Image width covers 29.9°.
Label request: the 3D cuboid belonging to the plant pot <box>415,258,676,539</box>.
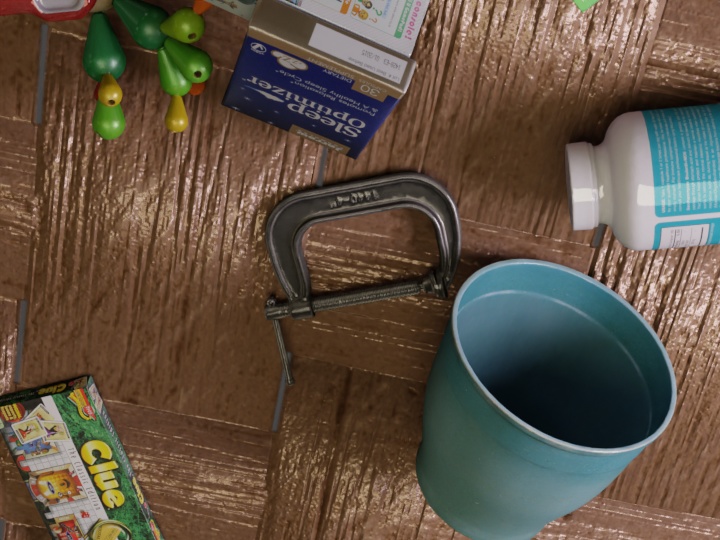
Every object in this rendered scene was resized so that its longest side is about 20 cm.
[{"bbox_3d":[0.139,0.128,1.153,0.198,0.201,0.189,18,133,-6],"label":"plant pot"}]

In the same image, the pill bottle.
[{"bbox_3d":[0.265,-0.075,1.074,0.197,0.111,0.112,-4,117,6],"label":"pill bottle"}]

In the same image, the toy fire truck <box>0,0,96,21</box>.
[{"bbox_3d":[-0.287,-0.283,0.995,0.165,0.112,0.203,-3,113,7],"label":"toy fire truck"}]

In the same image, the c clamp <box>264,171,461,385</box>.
[{"bbox_3d":[0.000,0.000,1.182,0.197,0.027,0.173,-15,110,13],"label":"c clamp"}]

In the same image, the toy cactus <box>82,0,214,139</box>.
[{"bbox_3d":[-0.175,-0.209,1.059,0.164,0.102,0.201,36,118,6],"label":"toy cactus"}]

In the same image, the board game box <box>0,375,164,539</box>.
[{"bbox_3d":[-0.272,0.200,1.302,0.103,0.024,0.202,-15,115,9],"label":"board game box"}]

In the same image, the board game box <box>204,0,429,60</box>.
[{"bbox_3d":[-0.038,-0.247,0.986,0.198,0.064,0.149,22,73,-8],"label":"board game box"}]

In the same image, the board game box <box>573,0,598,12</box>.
[{"bbox_3d":[0.206,-0.308,1.000,0.199,0.035,0.136,-36,110,20],"label":"board game box"}]

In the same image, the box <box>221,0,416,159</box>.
[{"bbox_3d":[-0.039,-0.137,1.031,0.120,0.200,0.033,22,76,-7],"label":"box"}]
